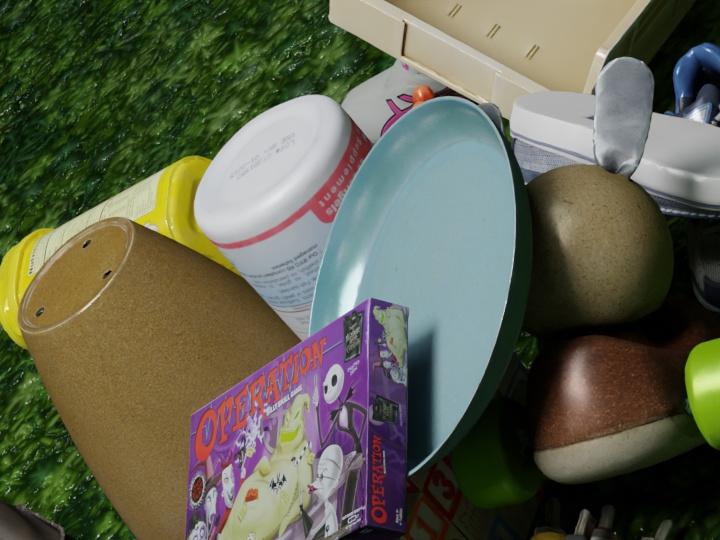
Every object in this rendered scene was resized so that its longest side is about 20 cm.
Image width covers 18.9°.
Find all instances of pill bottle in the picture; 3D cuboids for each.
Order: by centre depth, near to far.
[{"bbox_3d":[0.000,0.000,1.286,0.108,0.200,0.109,-30,31,20],"label":"pill bottle"}]

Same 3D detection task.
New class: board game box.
[{"bbox_3d":[-0.037,0.104,1.129,0.200,0.032,0.121,-35,43,52],"label":"board game box"}]

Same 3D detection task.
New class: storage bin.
[{"bbox_3d":[0.109,-0.207,1.408,0.199,0.094,0.199,30,58,16],"label":"storage bin"}]

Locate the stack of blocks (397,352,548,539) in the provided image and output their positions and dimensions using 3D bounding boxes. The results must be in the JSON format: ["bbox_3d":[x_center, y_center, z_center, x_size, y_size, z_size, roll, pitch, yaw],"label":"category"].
[{"bbox_3d":[0.032,0.127,1.166,0.058,0.115,0.201,-12,41,42],"label":"stack of blocks"}]

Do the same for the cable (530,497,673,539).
[{"bbox_3d":[0.106,0.204,1.074,0.096,0.050,0.201,5,64,32],"label":"cable"}]

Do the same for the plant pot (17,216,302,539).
[{"bbox_3d":[-0.115,0.068,1.338,0.186,0.200,0.187,-31,30,21],"label":"plant pot"}]

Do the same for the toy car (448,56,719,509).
[{"bbox_3d":[0.122,0.001,1.103,0.163,0.202,0.157,-17,-2,28],"label":"toy car"}]

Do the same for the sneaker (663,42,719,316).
[{"bbox_3d":[0.203,-0.055,1.233,0.077,0.085,0.201,-28,33,23],"label":"sneaker"}]

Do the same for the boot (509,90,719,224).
[{"bbox_3d":[0.153,-0.037,1.201,0.072,0.091,0.200,-11,20,-25],"label":"boot"}]

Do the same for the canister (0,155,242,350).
[{"bbox_3d":[-0.134,0.003,1.471,0.199,0.148,0.087,-24,53,45],"label":"canister"}]

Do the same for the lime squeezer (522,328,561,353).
[{"bbox_3d":[0.116,0.021,1.228,0.038,0.071,0.200,-33,-9,27],"label":"lime squeezer"}]

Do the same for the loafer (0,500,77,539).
[{"bbox_3d":[-0.253,0.189,1.474,0.199,0.071,0.073,5,53,53],"label":"loafer"}]

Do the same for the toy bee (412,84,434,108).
[{"bbox_3d":[0.048,-0.069,1.417,0.200,0.109,0.131,-39,29,6],"label":"toy bee"}]

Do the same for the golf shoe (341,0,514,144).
[{"bbox_3d":[0.054,-0.145,1.528,0.199,0.092,0.073,-17,39,40],"label":"golf shoe"}]

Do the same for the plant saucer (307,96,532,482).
[{"bbox_3d":[0.032,0.013,1.098,0.200,0.027,0.202,-38,45,50],"label":"plant saucer"}]
